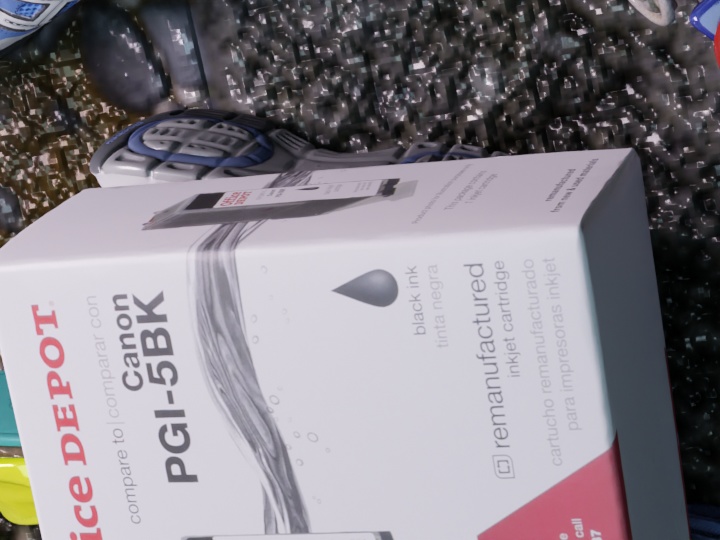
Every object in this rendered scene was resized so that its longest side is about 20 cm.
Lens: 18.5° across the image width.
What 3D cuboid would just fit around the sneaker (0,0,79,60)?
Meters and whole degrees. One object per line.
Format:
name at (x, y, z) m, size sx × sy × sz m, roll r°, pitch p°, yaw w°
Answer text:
sneaker at (-0.120, -0.123, 0.765) m, size 0.200 × 0.077 × 0.076 m, roll -35°, pitch 97°, yaw 23°

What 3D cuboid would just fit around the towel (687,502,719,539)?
towel at (0.106, 0.137, 0.798) m, size 0.199 × 0.049 × 0.112 m, roll 12°, pitch 110°, yaw 11°

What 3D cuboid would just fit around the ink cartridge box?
ink cartridge box at (-0.006, 0.047, 0.706) m, size 0.199 × 0.083 × 0.148 m, roll -4°, pitch 107°, yaw 21°

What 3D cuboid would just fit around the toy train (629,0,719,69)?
toy train at (0.150, -0.109, 0.698) m, size 0.199 × 0.085 × 0.116 m, roll 35°, pitch 102°, yaw 3°

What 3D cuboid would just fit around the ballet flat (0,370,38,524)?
ballet flat at (-0.057, 0.072, 0.822) m, size 0.199 × 0.067 × 0.067 m, roll 0°, pitch 128°, yaw 18°

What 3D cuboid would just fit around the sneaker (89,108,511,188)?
sneaker at (0.000, 0.000, 0.782) m, size 0.199 × 0.075 × 0.088 m, roll 12°, pitch 118°, yaw 20°
